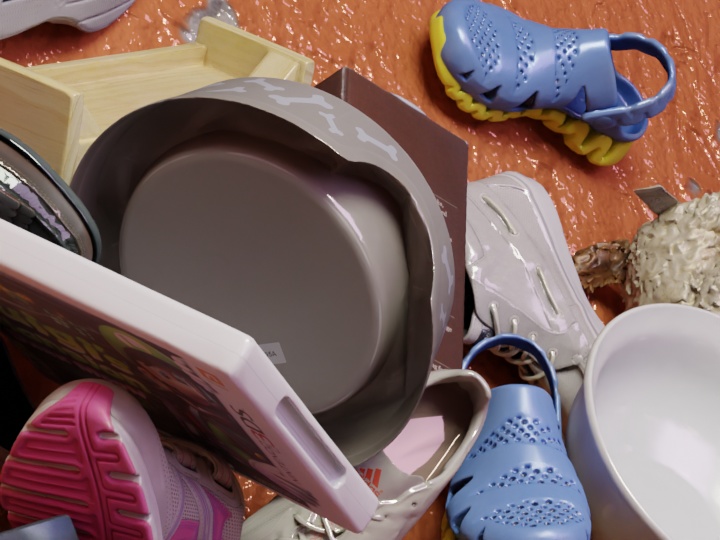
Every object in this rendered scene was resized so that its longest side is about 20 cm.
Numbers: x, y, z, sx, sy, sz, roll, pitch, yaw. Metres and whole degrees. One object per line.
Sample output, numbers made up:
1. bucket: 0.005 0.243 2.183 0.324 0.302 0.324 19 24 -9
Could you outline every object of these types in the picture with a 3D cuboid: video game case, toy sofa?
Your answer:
1. video game case: -0.101 0.040 1.118 0.023 0.199 0.182 -57 151 -15
2. toy sofa: -0.119 -0.068 1.289 0.200 0.083 0.098 -15 123 -51

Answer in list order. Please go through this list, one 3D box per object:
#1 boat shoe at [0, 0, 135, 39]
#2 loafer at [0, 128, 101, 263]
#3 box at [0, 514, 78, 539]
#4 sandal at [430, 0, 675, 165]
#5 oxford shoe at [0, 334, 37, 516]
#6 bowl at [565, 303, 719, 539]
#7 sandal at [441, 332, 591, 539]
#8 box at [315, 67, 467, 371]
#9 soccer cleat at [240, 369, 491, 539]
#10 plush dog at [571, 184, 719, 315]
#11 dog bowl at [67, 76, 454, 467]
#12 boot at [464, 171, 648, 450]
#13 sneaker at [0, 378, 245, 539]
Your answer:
1. boat shoe: -0.170 -0.169 1.300 0.071 0.072 0.200 33 19 14
2. loafer: -0.215 -0.048 1.168 0.200 0.072 0.063 39 37 -5
3. box: -0.193 0.203 1.018 0.199 0.107 0.149 -13 78 -50
4. sandal: 0.127 -0.133 1.590 0.199 0.087 0.080 14 59 -41
5. oxford shoe: -0.205 0.021 1.143 0.200 0.072 0.071 55 39 -8
6. bowl: 0.188 0.125 1.409 0.200 0.090 0.202 21 45 -22
7. sandal: 0.081 0.099 1.349 0.079 0.088 0.200 2 23 -9
8. box: 0.000 0.000 1.376 0.100 0.075 0.201 30 49 -33
9. soccer cleat: -0.008 0.121 1.222 0.069 0.078 0.200 42 65 -3
10. plush dog: 0.228 0.049 1.561 0.159 0.200 0.173 -7 58 -15
11. dog bowl: -0.044 -0.001 1.192 0.201 0.200 0.059 54 38 -8
12. boot: 0.093 0.040 1.482 0.095 0.074 0.201 -13 73 -40
13. sneaker: -0.102 0.106 1.132 0.088 0.081 0.201 -59 157 -32
